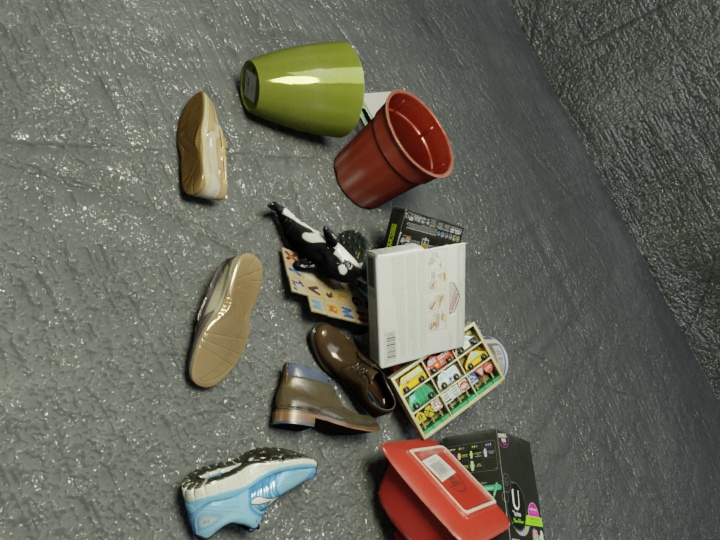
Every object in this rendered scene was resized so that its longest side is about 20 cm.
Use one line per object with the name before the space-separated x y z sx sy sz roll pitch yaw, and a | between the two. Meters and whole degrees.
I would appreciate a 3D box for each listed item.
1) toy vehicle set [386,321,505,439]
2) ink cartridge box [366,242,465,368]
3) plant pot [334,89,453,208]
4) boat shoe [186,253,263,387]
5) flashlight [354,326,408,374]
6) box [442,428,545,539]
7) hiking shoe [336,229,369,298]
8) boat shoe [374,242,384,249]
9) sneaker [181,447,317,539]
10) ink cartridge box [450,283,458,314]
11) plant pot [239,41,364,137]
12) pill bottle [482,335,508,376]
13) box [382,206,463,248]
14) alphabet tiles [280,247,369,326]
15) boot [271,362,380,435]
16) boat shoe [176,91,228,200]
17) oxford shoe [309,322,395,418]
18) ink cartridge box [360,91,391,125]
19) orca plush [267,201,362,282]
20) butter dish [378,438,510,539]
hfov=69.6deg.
toy vehicle set | 0.160 0.199 0.954 0.199 0.027 0.125 -30 91 -19
ink cartridge box | 0.098 0.053 0.897 0.173 0.044 0.201 -10 108 -24
plant pot | 0.060 -0.240 1.106 0.200 0.195 0.202 24 53 -35
boat shoe | -0.203 0.069 0.757 0.072 0.065 0.201 31 66 -42
flashlight | 0.066 0.188 0.972 0.068 0.068 0.200 -41 98 -12
box | 0.247 0.416 0.968 0.148 0.124 0.201 32 47 -41
hiking shoe | 0.000 0.000 0.979 0.074 0.087 0.200 -22 43 -15
boat shoe | 0.099 -0.044 1.138 0.201 0.060 0.072 -21 84 -50
sneaker | -0.144 0.298 0.698 0.199 0.078 0.091 -1 87 -43
ink cartridge box | 0.131 0.065 1.041 0.199 0.068 0.117 5 109 -42
plant pot | -0.126 -0.355 1.016 0.199 0.187 0.188 -11 76 -33
pill bottle | 0.208 0.192 1.076 0.199 0.114 0.114 7 63 -43
box | 0.123 -0.018 1.088 0.199 0.047 0.194 9 99 -43
alphabet tiles | -0.053 0.021 0.947 0.199 0.006 0.167 19 38 -39
boot | -0.047 0.209 0.831 0.199 0.075 0.098 20 57 -36
boat shoe | -0.256 -0.202 0.861 0.069 0.073 0.201 23 53 -51
oxford shoe | -0.006 0.164 0.888 0.200 0.084 0.073 50 54 -8
ink cartridge box | 0.046 -0.366 1.278 0.200 0.048 0.146 -27 89 -50
orca plush | -0.093 -0.038 0.898 0.200 0.105 0.071 46 61 -4
butter dish | 0.109 0.389 0.844 0.199 0.148 0.200 42 13 35
